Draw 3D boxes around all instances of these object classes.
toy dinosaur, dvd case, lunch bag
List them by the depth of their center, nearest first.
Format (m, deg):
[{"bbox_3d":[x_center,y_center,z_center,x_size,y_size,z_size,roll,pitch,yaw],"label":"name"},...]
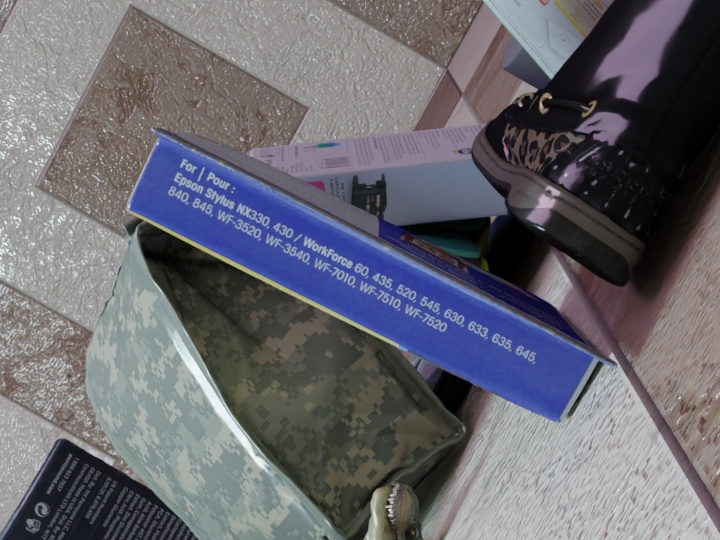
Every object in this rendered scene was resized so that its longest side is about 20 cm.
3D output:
[{"bbox_3d":[-0.036,0.174,0.902,0.201,0.087,0.048,120,152,-43],"label":"toy dinosaur"},{"bbox_3d":[-0.062,0.066,0.995,0.117,0.200,0.164,-38,-9,-30],"label":"lunch bag"},{"bbox_3d":[0.054,0.045,1.105,0.201,0.017,0.143,-63,5,-31],"label":"dvd case"}]

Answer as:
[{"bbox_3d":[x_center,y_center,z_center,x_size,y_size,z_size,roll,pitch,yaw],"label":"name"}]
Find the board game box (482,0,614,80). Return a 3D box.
[{"bbox_3d":[0.113,-0.171,0.850,0.040,0.153,0.200,-36,-8,-27],"label":"board game box"}]

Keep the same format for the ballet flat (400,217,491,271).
[{"bbox_3d":[0.041,-0.002,1.062,0.200,0.066,0.068,-81,-1,-76],"label":"ballet flat"}]

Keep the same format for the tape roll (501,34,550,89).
[{"bbox_3d":[0.158,-0.190,1.073,0.202,0.066,0.200,-61,4,8],"label":"tape roll"}]

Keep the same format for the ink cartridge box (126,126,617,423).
[{"bbox_3d":[0.000,0.000,0.774,0.047,0.196,0.200,-63,2,6],"label":"ink cartridge box"}]

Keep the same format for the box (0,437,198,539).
[{"bbox_3d":[-0.178,0.253,1.333,0.118,0.199,0.197,-62,3,-37],"label":"box"}]

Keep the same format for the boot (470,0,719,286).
[{"bbox_3d":[0.119,-0.085,0.782,0.155,0.073,0.204,-58,8,11],"label":"boot"}]

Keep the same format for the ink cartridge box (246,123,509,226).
[{"bbox_3d":[0.035,-0.054,1.043,0.119,0.197,0.042,-100,2,-77],"label":"ink cartridge box"}]
